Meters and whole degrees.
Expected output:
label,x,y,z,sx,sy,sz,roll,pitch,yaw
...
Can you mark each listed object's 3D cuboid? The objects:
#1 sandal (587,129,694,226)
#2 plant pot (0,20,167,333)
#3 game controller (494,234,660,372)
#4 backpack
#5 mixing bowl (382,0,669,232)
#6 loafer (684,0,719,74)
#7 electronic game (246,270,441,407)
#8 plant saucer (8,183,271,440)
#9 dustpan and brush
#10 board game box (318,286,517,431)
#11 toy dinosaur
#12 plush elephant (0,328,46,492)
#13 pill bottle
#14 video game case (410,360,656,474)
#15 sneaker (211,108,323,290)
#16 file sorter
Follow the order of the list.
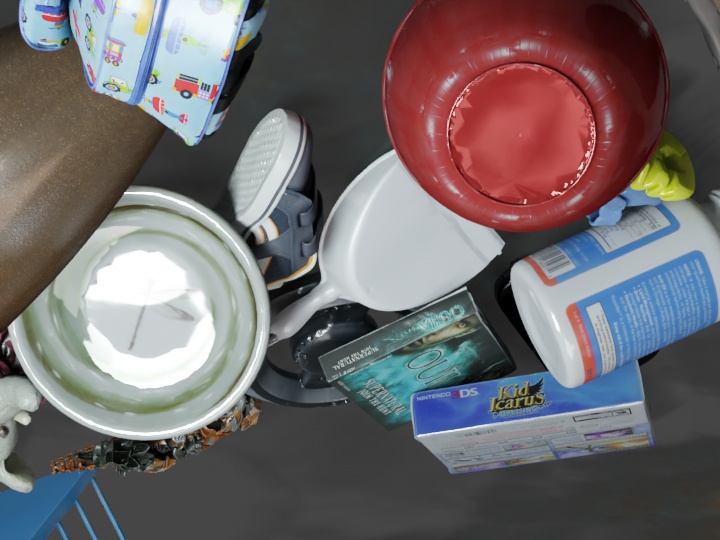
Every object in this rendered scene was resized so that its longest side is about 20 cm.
label,x,y,z,sx,sy,sz,roll,pitch,yaw
sandal,0.160,-0.084,1.131,0.200,0.080,0.087,25,135,-32
plant pot,-0.227,-0.087,1.007,0.200,0.187,0.187,-36,135,14
game controller,0.194,0.041,1.318,0.104,0.042,0.200,-21,140,17
backpack,-0.122,-0.180,0.867,0.134,0.200,0.183,8,140,-19
mixing bowl,0.107,-0.105,1.000,0.200,0.108,0.200,3,111,7
loafer,0.267,-0.179,1.028,0.071,0.073,0.200,-22,139,20
electronic game,-0.023,0.060,1.307,0.200,0.042,0.200,-10,146,-7
plant saucer,-0.165,0.028,1.138,0.200,0.050,0.200,1,106,4
dustpan and brush,0.000,0.000,1.200,0.200,0.057,0.140,-44,125,-1
board game box,0.055,0.080,1.289,0.135,0.028,0.200,-26,158,7
toy dinosaur,-0.192,0.153,1.366,0.200,0.102,0.136,-41,152,7
plush elephant,-0.293,0.083,1.204,0.200,0.155,0.165,-35,134,30
pill bottle,0.231,0.006,1.202,0.200,0.112,0.112,-23,142,-6
video game case,0.161,0.134,1.357,0.200,0.046,0.181,-10,159,11
sneaker,-0.060,-0.050,1.139,0.079,0.079,0.200,14,148,-17
file sorter,-0.315,0.289,1.399,0.139,0.200,0.123,-20,104,16
